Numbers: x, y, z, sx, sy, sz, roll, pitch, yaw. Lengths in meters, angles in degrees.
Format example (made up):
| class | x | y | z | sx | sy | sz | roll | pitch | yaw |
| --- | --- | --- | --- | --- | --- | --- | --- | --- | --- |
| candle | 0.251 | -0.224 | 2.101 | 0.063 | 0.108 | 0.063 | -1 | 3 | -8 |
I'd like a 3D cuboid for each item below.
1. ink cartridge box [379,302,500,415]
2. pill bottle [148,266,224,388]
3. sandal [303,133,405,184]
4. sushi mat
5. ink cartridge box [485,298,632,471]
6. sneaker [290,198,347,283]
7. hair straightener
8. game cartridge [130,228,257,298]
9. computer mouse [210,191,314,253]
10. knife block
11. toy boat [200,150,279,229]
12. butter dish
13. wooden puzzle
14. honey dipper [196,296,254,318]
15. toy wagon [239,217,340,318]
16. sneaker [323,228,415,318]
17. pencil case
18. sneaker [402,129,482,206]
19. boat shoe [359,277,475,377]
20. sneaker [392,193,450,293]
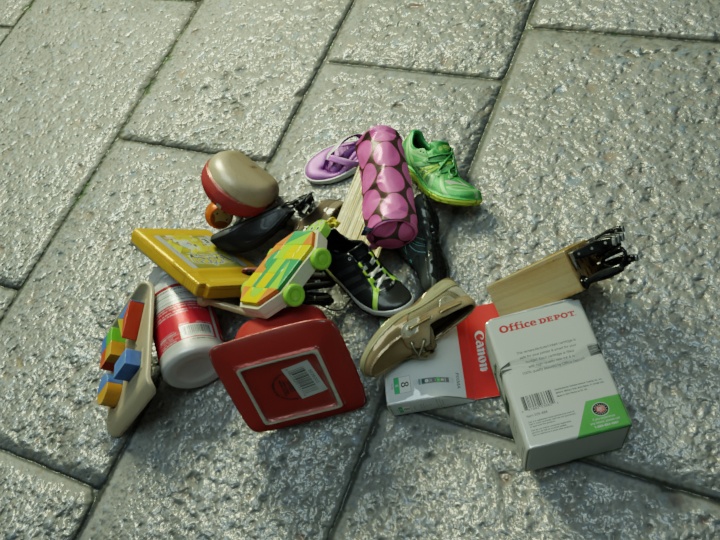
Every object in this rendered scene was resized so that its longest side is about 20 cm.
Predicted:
| class | x | y | z | sx | sy | sz | roll | pitch | yaw |
| --- | --- | --- | --- | --- | --- | --- | --- | --- | --- |
| ink cartridge box | 0.131 | 0.122 | 1.216 | 0.197 | 0.050 | 0.163 | -13 | 56 | 13 |
| pill bottle | -0.296 | 0.085 | 1.338 | 0.111 | 0.113 | 0.202 | -25 | 54 | 1 |
| sandal | -0.014 | -0.220 | 1.474 | 0.200 | 0.050 | 0.083 | -16 | 55 | 8 |
| sushi mat | 0.007 | -0.086 | 1.358 | 0.094 | 0.012 | 0.202 | 17 | 73 | 14 |
| ink cartridge box | 0.269 | 0.157 | 1.117 | 0.144 | 0.085 | 0.202 | -13 | 55 | 0 |
| sneaker | -0.095 | -0.042 | 1.392 | 0.075 | 0.071 | 0.200 | 19 | 62 | 48 |
| hair straightener | -0.098 | 0.039 | 1.313 | 0.197 | 0.041 | 0.078 | 4 | 77 | -13 |
| game cartridge | -0.266 | -0.015 | 1.365 | 0.199 | 0.175 | 0.033 | 32 | 110 | 31 |
| computer mouse | -0.166 | -0.075 | 1.406 | 0.198 | 0.139 | 0.053 | -24 | 99 | -3 |
| knife block | 0.292 | 0.005 | 1.154 | 0.198 | 0.176 | 0.065 | -25 | 86 | -1 |
| toy boat | -0.228 | -0.131 | 1.419 | 0.130 | 0.200 | 0.131 | 36 | 99 | -5 |
| butter dish | -0.105 | 0.126 | 1.220 | 0.196 | 0.202 | 0.149 | -14 | 38 | 9 |
| wooden puzzle | -0.388 | 0.144 | 1.309 | 0.185 | 0.046 | 0.202 | -45 | 45 | 40 |
| honey dipper | -0.171 | 0.074 | 1.301 | 0.197 | 0.038 | 0.038 | 15 | 61 | -3 |
| toy wagon | -0.105 | -0.012 | 1.222 | 0.154 | 0.040 | 0.201 | 2 | 52 | 56 |
| sneaker | 0.000 | 0.000 | 1.256 | 0.199 | 0.084 | 0.072 | 33 | 56 | 27 |
| pencil case | 0.036 | -0.136 | 1.314 | 0.094 | 0.090 | 0.203 | -40 | 44 | 44 |
| sneaker | 0.133 | -0.176 | 1.370 | 0.073 | 0.084 | 0.200 | -7 | 40 | -44 |
| boat shoe | 0.084 | 0.093 | 1.180 | 0.199 | 0.072 | 0.064 | -41 | 56 | -12 |
| sneaker | 0.096 | -0.032 | 1.319 | 0.078 | 0.075 | 0.202 | -23 | 47 | 20 |
